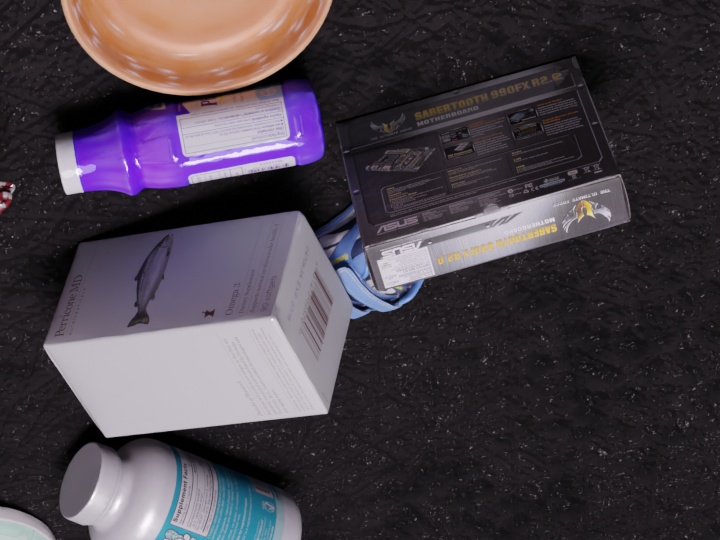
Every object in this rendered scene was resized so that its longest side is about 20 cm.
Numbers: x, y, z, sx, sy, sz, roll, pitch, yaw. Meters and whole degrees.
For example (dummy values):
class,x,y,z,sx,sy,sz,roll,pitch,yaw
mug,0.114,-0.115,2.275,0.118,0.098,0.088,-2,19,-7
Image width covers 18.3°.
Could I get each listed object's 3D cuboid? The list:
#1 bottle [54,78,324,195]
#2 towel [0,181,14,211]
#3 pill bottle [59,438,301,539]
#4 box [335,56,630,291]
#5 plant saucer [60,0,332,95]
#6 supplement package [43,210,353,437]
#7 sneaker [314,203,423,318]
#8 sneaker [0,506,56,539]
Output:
class,x,y,z,sx,sy,sz,roll,pitch,yaw
bottle,-0.129,-0.098,1.685,0.200,0.084,0.065,-10,98,-2
towel,-0.369,-0.050,1.655,0.200,0.023,0.144,6,167,-19
pill bottle,-0.158,0.214,1.936,0.200,0.111,0.111,25,122,-28
box,0.090,-0.075,1.699,0.200,0.158,0.048,-16,130,2
plant saucer,-0.118,-0.217,1.613,0.200,0.037,0.200,-6,131,-7
supplement package,-0.125,0.044,1.749,0.200,0.117,0.117,-8,135,22
sneaker,0.000,0.000,1.799,0.074,0.082,0.200,25,124,-31
sneaker,-0.292,0.300,1.979,0.074,0.118,0.200,-24,130,12
